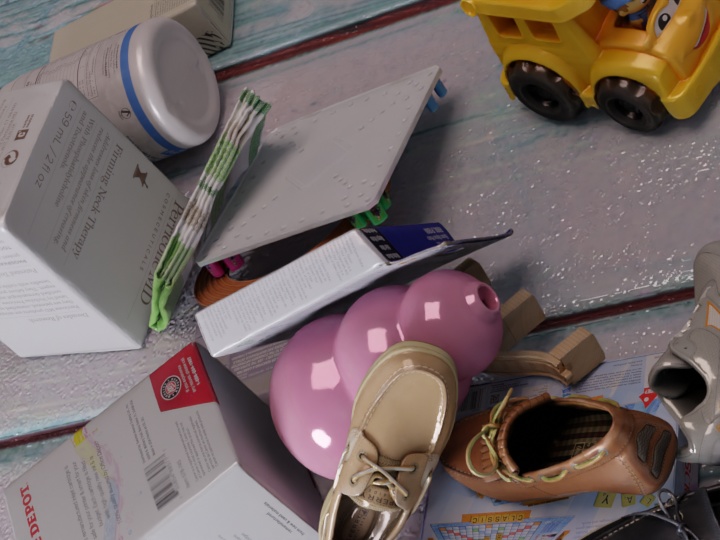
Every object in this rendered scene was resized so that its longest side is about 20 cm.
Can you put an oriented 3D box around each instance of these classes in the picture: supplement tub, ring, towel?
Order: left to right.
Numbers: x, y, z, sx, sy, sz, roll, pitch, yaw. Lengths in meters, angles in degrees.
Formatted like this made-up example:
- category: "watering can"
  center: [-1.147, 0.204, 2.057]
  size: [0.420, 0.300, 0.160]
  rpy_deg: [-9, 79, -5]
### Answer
- category: "supplement tub"
  center: [-0.252, -0.160, 1.672]
  size: [0.198, 0.132, 0.133]
  rpy_deg: [-19, 47, 28]
- category: "towel"
  center: [-0.135, -0.051, 1.509]
  size: [0.030, 0.149, 0.202]
  rpy_deg: [23, 70, 1]
- category: "ring"
  center: [-0.057, -0.027, 1.452]
  size: [0.199, 0.019, 0.201]
  rpy_deg: [-29, 22, 13]

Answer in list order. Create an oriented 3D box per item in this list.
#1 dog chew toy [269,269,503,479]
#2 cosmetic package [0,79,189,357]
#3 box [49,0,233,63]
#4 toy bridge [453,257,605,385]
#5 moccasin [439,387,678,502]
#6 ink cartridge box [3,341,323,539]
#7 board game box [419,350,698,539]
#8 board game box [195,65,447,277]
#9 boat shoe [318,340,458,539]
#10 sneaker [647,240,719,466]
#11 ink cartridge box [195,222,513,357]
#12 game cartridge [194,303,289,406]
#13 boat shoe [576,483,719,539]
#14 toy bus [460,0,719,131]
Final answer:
- category: "dog chew toy"
  center: [0.025, 0.069, 1.211]
  size: [0.199, 0.124, 0.126]
  rpy_deg: [-37, 38, 35]
- category: "cosmetic package"
  center: [-0.295, -0.044, 1.559]
  size: [0.165, 0.200, 0.169]
  rpy_deg: [-6, 53, 36]
- category: "box"
  center: [-0.233, -0.246, 1.774]
  size: [0.198, 0.068, 0.083]
  rpy_deg: [-22, 45, 24]
- category: "toy bridge"
  center: [0.106, 0.045, 1.254]
  size: [0.067, 0.027, 0.200]
  rpy_deg: [-38, 28, -8]
- category: "moccasin"
  center: [0.116, 0.115, 1.110]
  size: [0.201, 0.077, 0.074]
  rpy_deg: [-1, 61, 58]
- category: "ink cartridge box"
  center: [-0.147, 0.192, 1.289]
  size: [0.199, 0.145, 0.146]
  rpy_deg: [-37, 42, 8]
- category: "board game box"
  center: [0.136, 0.163, 1.163]
  size: [0.198, 0.041, 0.201]
  rpy_deg: [-12, 50, 32]
- category: "board game box"
  center: [-0.031, -0.085, 1.461]
  size: [0.198, 0.026, 0.201]
  rpy_deg: [-17, 32, 35]
- category: "boat shoe"
  center: [0.019, 0.139, 1.151]
  size: [0.065, 0.070, 0.202]
  rpy_deg: [-81, 7, -56]
- category: "sneaker"
  center: [0.234, 0.050, 1.117]
  size: [0.091, 0.076, 0.201]
  rpy_deg: [2, 40, -3]
- category: "ink cartridge box"
  center: [0.000, 0.000, 1.262]
  size: [0.198, 0.199, 0.041]
  rpy_deg: [-26, 85, 18]
- category: "game cartridge"
  center: [-0.055, 0.055, 1.414]
  size: [0.198, 0.038, 0.131]
  rpy_deg: [-20, 50, 25]
- category: "boat shoe"
  center: [0.208, 0.168, 1.038]
  size: [0.197, 0.063, 0.075]
  rpy_deg: [-15, 55, 0]
- category: "toy bus"
  center: [0.180, -0.223, 1.331]
  size: [0.199, 0.192, 0.137]
  rpy_deg: [15, 65, 43]
